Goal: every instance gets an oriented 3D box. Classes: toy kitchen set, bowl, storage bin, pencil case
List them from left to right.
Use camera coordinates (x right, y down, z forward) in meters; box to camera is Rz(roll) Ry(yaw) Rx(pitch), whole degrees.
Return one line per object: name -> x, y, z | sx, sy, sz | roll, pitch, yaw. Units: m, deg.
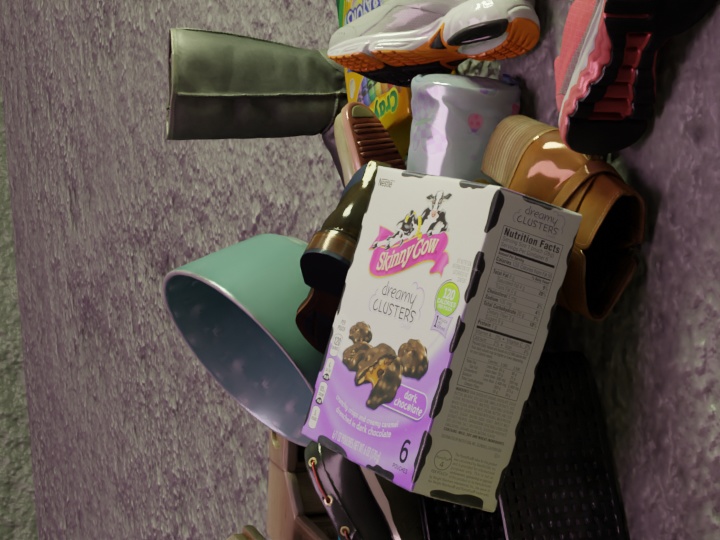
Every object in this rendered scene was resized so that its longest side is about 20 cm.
bowl -> -0.068, 0.047, 1.415 | 0.200, 0.105, 0.201 | 37, 154, 21
toy kitchen set -> -0.054, 0.192, 1.460 | 0.200, 0.162, 0.182 | -153, 64, -65
pencil case -> 0.069, -0.051, 1.228 | 0.091, 0.083, 0.201 | -149, 63, -72
storage bin -> 0.111, 0.168, 1.148 | 0.135, 0.093, 0.201 | 137, 128, -62

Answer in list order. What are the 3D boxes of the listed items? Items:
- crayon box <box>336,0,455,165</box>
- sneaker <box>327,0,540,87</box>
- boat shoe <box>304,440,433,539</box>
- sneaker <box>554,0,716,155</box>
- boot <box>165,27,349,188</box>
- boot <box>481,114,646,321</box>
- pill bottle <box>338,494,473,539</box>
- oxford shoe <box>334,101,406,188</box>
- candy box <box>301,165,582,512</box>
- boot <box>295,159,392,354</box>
crayon box -> 0.031, -0.177, 1.367 | 0.126, 0.051, 0.201 | 146, 119, -64
sneaker -> 0.058, -0.202, 1.241 | 0.199, 0.075, 0.093 | -8, 70, 41
boat shoe -> 0.021, 0.209, 1.203 | 0.063, 0.074, 0.202 | -24, 88, 25
sneaker -> 0.163, -0.169, 1.017 | 0.201, 0.073, 0.087 | 112, 151, -43
boot -> -0.072, -0.125, 1.427 | 0.073, 0.199, 0.183 | 152, 114, -66
boot -> 0.133, 0.004, 1.125 | 0.155, 0.076, 0.201 | 43, 124, 55
pill bottle -> 0.035, 0.176, 1.290 | 0.111, 0.110, 0.201 | -152, 57, -65
oxford shoe -> 0.003, -0.035, 1.316 | 0.074, 0.071, 0.201 | -17, 84, 35
candy box -> 0.050, 0.039, 1.087 | 0.168, 0.071, 0.201 | 16, 89, 62
boot -> 0.000, 0.000, 1.251 | 0.200, 0.074, 0.097 | 96, -162, -64
